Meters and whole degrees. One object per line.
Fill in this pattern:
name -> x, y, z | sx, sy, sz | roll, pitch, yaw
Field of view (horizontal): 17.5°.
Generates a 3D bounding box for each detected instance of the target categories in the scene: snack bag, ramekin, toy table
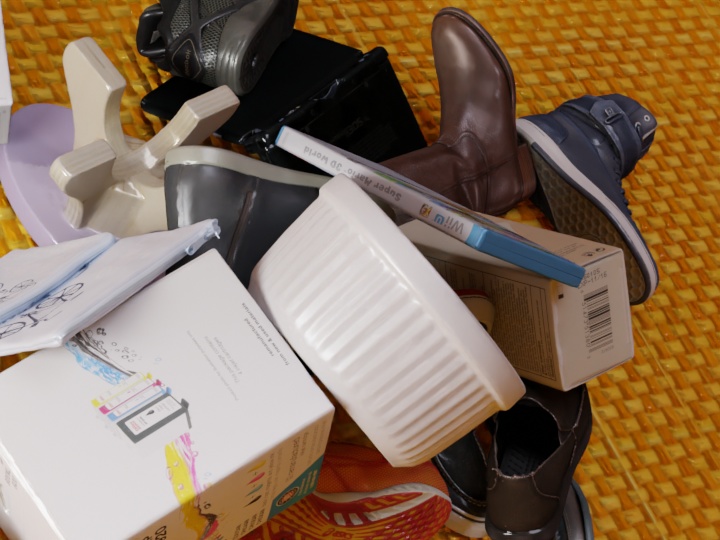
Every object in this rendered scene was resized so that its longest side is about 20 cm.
snack bag -> -0.218, 0.016, 1.574 | 0.188, 0.199, 0.022 | -38, 113, -48
ramekin -> 0.011, 0.042, 1.600 | 0.105, 0.200, 0.200 | -40, 77, -2
toy table -> -0.181, -0.074, 1.759 | 0.200, 0.117, 0.184 | 42, 44, 5

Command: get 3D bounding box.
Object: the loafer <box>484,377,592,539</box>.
loafer -> 0.135, 0.117, 1.748 | 0.072, 0.072, 0.201 | 2, 39, 9

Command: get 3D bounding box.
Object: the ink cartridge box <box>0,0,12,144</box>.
ink cartridge box -> -0.330, -0.186, 1.793 | 0.108, 0.050, 0.201 | -2, 53, -14

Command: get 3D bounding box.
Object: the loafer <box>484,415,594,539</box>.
loafer -> 0.135, 0.178, 1.786 | 0.062, 0.072, 0.201 | 1, 44, -10

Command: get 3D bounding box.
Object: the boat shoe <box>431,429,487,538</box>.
boat shoe -> 0.051, 0.109, 1.778 | 0.072, 0.071, 0.200 | -18, 66, -40

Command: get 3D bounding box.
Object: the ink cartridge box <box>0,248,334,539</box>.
ink cartridge box -> -0.143, 0.117, 1.556 | 0.199, 0.147, 0.145 | -31, 70, -21

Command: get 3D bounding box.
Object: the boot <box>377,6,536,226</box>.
boot -> 0.056, -0.108, 1.931 | 0.200, 0.064, 0.187 | -29, 97, -45

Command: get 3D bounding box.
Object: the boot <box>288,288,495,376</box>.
boot -> 0.000, 0.000, 1.767 | 0.199, 0.072, 0.145 | -8, 62, 10

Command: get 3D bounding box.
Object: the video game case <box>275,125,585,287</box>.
video game case -> 0.050, -0.046, 1.674 | 0.199, 0.018, 0.143 | 29, 5, 36

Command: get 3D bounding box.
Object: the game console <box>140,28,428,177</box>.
game console -> -0.056, -0.110, 1.929 | 0.200, 0.116, 0.177 | -41, 111, -49

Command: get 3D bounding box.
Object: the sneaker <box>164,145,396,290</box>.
sneaker -> -0.063, -0.017, 1.689 | 0.199, 0.075, 0.107 | 13, 78, -36

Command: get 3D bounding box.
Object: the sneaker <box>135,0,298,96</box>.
sneaker -> -0.115, -0.216, 1.930 | 0.114, 0.077, 0.200 | 15, 37, 12

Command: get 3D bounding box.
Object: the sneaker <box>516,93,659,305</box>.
sneaker -> 0.226, -0.070, 2.034 | 0.146, 0.077, 0.203 | -21, 66, -38

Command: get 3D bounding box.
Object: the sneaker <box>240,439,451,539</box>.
sneaker -> -0.033, 0.159, 1.698 | 0.199, 0.073, 0.077 | 8, 30, -25

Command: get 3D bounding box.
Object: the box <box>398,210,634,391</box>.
box -> 0.111, 0.018, 1.794 | 0.077, 0.096, 0.200 | -22, 25, -33
